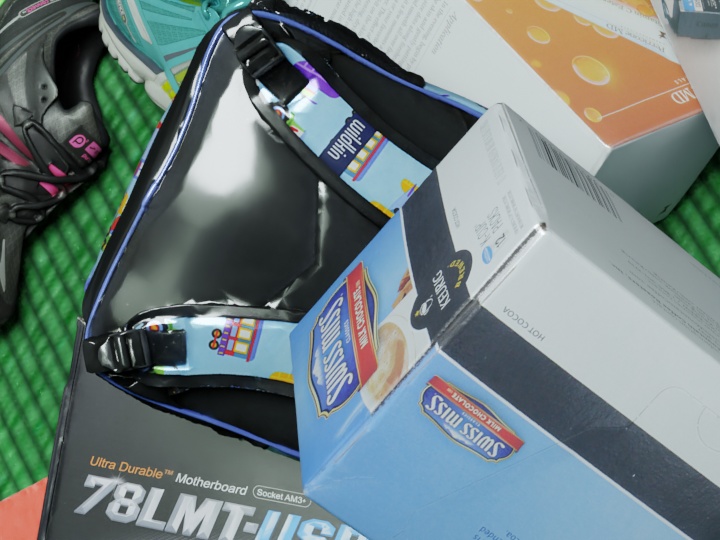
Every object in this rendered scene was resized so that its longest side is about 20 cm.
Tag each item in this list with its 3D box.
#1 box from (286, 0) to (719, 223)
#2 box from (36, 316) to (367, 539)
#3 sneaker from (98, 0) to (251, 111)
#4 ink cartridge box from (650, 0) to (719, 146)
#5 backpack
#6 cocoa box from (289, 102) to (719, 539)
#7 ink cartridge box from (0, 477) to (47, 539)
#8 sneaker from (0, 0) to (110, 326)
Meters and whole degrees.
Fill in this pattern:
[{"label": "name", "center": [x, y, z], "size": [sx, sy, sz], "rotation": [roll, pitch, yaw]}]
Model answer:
[{"label": "box", "center": [0.071, -0.109, 0.993], "size": [0.200, 0.124, 0.098], "rotation": [48, 134, 19]}, {"label": "box", "center": [-0.055, 0.135, 0.965], "size": [0.200, 0.050, 0.199], "rotation": [10, 90, 14]}, {"label": "sneaker", "center": [-0.059, -0.101, 0.986], "size": [0.077, 0.080, 0.200], "rotation": [-28, 60, -38]}, {"label": "ink cartridge box", "center": [0.166, -0.170, 0.897], "size": [0.045, 0.176, 0.200], "rotation": [-12, 56, -10]}, {"label": "backpack", "center": [-0.003, -0.003, 0.878], "size": [0.200, 0.135, 0.183], "rotation": [23, 92, -10]}, {"label": "cocoa box", "center": [0.089, 0.061, 0.761], "size": [0.200, 0.133, 0.131], "rotation": [37, 107, -18]}, {"label": "ink cartridge box", "center": [-0.104, 0.179, 1.028], "size": [0.160, 0.047, 0.200], "rotation": [-28, 74, 8]}, {"label": "sneaker", "center": [-0.181, -0.064, 1.092], "size": [0.084, 0.077, 0.200], "rotation": [8, 81, 21]}]
